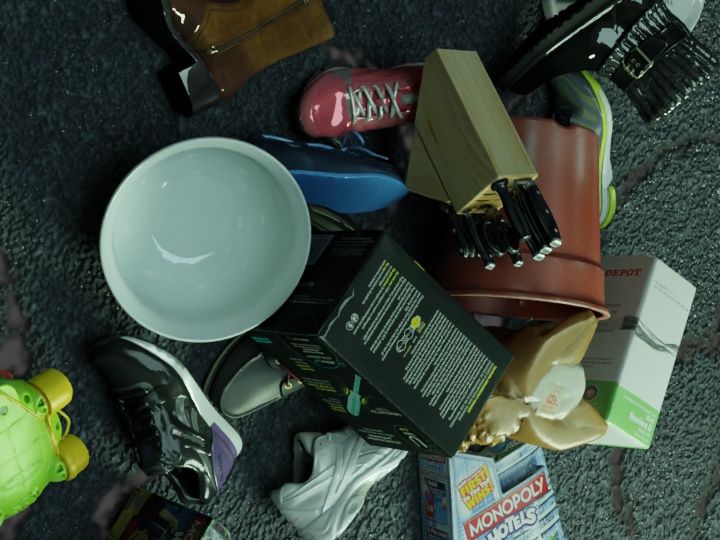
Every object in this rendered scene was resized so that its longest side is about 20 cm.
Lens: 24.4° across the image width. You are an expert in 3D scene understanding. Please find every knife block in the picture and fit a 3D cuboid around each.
[{"bbox_3d":[0.132,-0.108,1.657,0.064,0.175,0.201,-4,108,-46],"label":"knife block"}]

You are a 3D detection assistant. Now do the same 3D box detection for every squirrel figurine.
[{"bbox_3d":[0.143,0.114,1.782,0.199,0.187,0.142,-23,113,-18],"label":"squirrel figurine"}]

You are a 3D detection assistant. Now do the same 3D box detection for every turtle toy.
[{"bbox_3d":[-0.333,0.136,1.475,0.146,0.101,0.201,-35,131,-36],"label":"turtle toy"}]

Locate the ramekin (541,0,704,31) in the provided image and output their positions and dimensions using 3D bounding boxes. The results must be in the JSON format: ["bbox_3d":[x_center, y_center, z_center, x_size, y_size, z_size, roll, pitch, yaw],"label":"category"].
[{"bbox_3d":[0.309,-0.331,1.903,0.201,0.094,0.204,-5,98,-36],"label":"ramekin"}]

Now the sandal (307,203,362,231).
[{"bbox_3d":[0.001,0.001,1.731,0.057,0.080,0.201,-42,119,4],"label":"sandal"}]

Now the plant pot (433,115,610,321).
[{"bbox_3d":[0.175,-0.055,1.791,0.200,0.200,0.197,11,80,-36],"label":"plant pot"}]

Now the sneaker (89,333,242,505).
[{"bbox_3d":[-0.191,0.146,1.590,0.200,0.075,0.088,49,45,-29],"label":"sneaker"}]

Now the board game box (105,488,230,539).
[{"bbox_3d":[-0.191,0.320,1.541,0.062,0.199,0.201,39,73,-33],"label":"board game box"}]

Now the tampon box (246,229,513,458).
[{"bbox_3d":[0.018,0.071,1.629,0.200,0.150,0.127,44,68,-26],"label":"tampon box"}]

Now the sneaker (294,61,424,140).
[{"bbox_3d":[0.024,-0.181,1.717,0.199,0.087,0.074,-17,104,-34],"label":"sneaker"}]

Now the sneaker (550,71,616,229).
[{"bbox_3d":[0.239,-0.137,1.892,0.081,0.074,0.201,-16,103,-29],"label":"sneaker"}]

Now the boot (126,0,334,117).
[{"bbox_3d":[-0.120,-0.271,1.612,0.200,0.068,0.189,-35,115,-29],"label":"boot"}]

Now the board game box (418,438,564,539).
[{"bbox_3d":[0.143,0.264,1.875,0.199,0.062,0.201,-27,111,-31],"label":"board game box"}]

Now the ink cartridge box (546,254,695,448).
[{"bbox_3d":[0.278,0.090,1.887,0.084,0.145,0.201,32,70,-34],"label":"ink cartridge box"}]

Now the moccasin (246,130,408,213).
[{"bbox_3d":[-0.029,-0.108,1.678,0.199,0.080,0.068,10,51,-47],"label":"moccasin"}]

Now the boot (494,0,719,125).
[{"bbox_3d":[0.268,-0.216,1.818,0.158,0.211,0.079,51,23,-11],"label":"boot"}]

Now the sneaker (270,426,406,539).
[{"bbox_3d":[-0.018,0.190,1.741,0.099,0.078,0.200,45,56,-7],"label":"sneaker"}]

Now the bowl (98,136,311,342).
[{"bbox_3d":[-0.154,-0.040,1.584,0.200,0.090,0.202,-5,109,-15],"label":"bowl"}]

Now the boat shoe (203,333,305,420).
[{"bbox_3d":[-0.074,0.086,1.695,0.201,0.063,0.074,-36,117,-26],"label":"boat shoe"}]
